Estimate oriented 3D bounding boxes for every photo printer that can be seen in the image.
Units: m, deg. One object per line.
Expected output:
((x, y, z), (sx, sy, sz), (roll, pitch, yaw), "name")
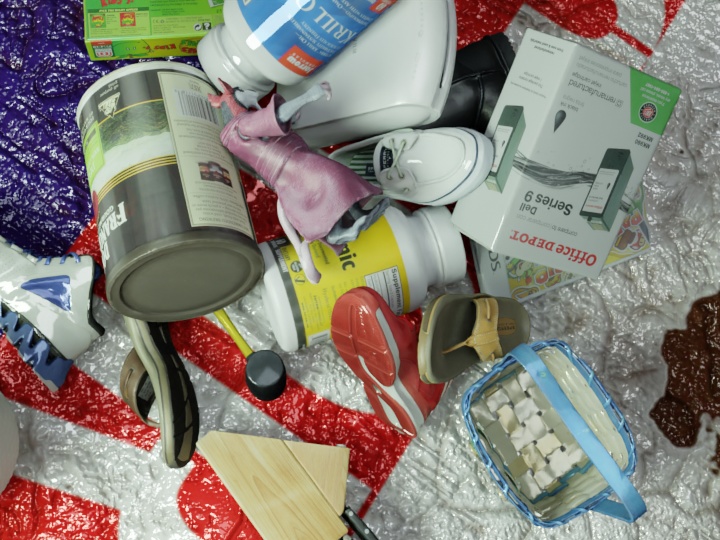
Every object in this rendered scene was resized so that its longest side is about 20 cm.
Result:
((0.007, -0.217, 1.020), (0.198, 0.069, 0.168), (-6, 74, 36), "photo printer")

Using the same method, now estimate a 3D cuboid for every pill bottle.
((0.000, 0.000, 1.003), (0.198, 0.111, 0.112), (-17, 80, -12), "pill bottle")
((-0.061, -0.250, 0.965), (0.199, 0.112, 0.113), (-36, 81, 26), "pill bottle")

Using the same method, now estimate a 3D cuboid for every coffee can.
((-0.183, -0.074, 0.956), (0.145, 0.147, 0.202), (-12, 63, -10), "coffee can")

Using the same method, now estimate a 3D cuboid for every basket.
((0.181, 0.155, 0.942), (0.138, 0.200, 0.177), (-33, 82, -13), "basket")

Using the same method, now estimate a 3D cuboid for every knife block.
((-0.068, 0.252, 0.959), (0.198, 0.064, 0.178), (8, 75, -5), "knife block")

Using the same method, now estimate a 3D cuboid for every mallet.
((-0.139, 0.042, 0.999), (0.041, 0.066, 0.201), (-34, 83, -14), "mallet")

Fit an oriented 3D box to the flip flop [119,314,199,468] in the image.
((-0.208, 0.098, 0.976), (0.057, 0.081, 0.202), (-24, 77, 5), "flip flop")

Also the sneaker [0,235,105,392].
((-0.319, 0.007, 0.984), (0.115, 0.081, 0.200), (-39, 91, -18), "sneaker")

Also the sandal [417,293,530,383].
((0.120, 0.060, 0.968), (0.199, 0.054, 0.081), (-5, 92, -51), "sandal")

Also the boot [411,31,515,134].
((0.108, -0.158, 1.074), (0.161, 0.073, 0.200), (-19, 75, -12), "boot")

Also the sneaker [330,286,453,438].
((0.043, 0.061, 0.974), (0.078, 0.201, 0.116), (24, 59, 33), "sneaker")

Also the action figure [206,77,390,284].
((-0.072, -0.097, 0.935), (0.199, 0.134, 0.149), (38, 80, 4), "action figure")

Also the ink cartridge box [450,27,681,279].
((0.194, -0.106, 0.957), (0.145, 0.084, 0.202), (13, 105, -31), "ink cartridge box")

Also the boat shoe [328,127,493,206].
((0.040, -0.100, 0.987), (0.066, 0.199, 0.074), (10, 79, -37), "boat shoe")

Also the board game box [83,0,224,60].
((-0.194, -0.286, 1.077), (0.198, 0.048, 0.103), (-5, 77, -9), "board game box")

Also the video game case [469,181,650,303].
((0.203, -0.070, 1.040), (0.198, 0.023, 0.184), (-21, 115, -12), "video game case")

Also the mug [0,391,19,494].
((-0.386, 0.179, 0.879), (0.146, 0.175, 0.202), (21, 76, -1), "mug")
